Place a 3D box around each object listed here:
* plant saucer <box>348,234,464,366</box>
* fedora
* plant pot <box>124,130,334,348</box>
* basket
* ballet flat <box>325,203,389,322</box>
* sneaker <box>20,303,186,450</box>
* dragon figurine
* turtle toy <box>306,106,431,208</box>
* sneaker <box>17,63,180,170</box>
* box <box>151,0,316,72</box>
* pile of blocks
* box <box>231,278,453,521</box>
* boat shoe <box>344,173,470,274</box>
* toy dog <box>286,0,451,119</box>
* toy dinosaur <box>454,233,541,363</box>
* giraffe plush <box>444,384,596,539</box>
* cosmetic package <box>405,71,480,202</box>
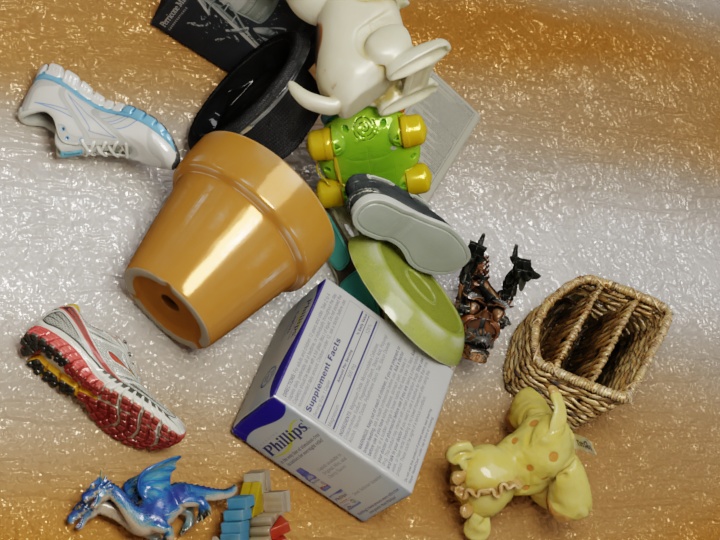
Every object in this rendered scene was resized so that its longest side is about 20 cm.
[{"bbox_3d":[0.064,0.027,1.781,0.200,0.031,0.200,45,17,-17],"label":"plant saucer"},{"bbox_3d":[-0.113,-0.191,1.776,0.092,0.199,0.202,42,47,-27],"label":"fedora"},{"bbox_3d":[-0.159,-0.020,1.653,0.200,0.200,0.184,43,63,-7],"label":"plant pot"},{"bbox_3d":[0.292,0.091,1.929,0.143,0.149,0.200,45,49,-6],"label":"basket"},{"bbox_3d":[0.000,0.000,1.829,0.062,0.067,0.202,-8,70,-48],"label":"ballet flat"},{"bbox_3d":[-0.260,0.111,1.569,0.200,0.078,0.082,43,47,-8],"label":"sneaker"},{"bbox_3d":[-0.210,0.232,1.548,0.199,0.059,0.100,-28,83,-41],"label":"dragon figurine"},{"bbox_3d":[0.012,-0.136,1.801,0.144,0.201,0.102,-8,45,2],"label":"turtle toy"},{"bbox_3d":[-0.301,-0.153,1.685,0.198,0.075,0.087,26,62,8],"label":"sneaker"},{"bbox_3d":[-0.122,-0.348,1.845,0.195,0.200,0.125,31,50,-17],"label":"box"},{"bbox_3d":[-0.112,0.293,1.558,0.082,0.061,0.202,58,32,-48],"label":"pile of blocks"},{"bbox_3d":[-0.018,0.150,1.701,0.199,0.105,0.185,36,48,-14],"label":"box"},{"bbox_3d":[0.059,-0.058,1.775,0.199,0.075,0.061,34,26,-43],"label":"boat shoe"},{"bbox_3d":[-0.015,-0.279,1.686,0.192,0.140,0.202,-26,75,-5],"label":"toy dog"},{"bbox_3d":[0.151,0.033,1.890,0.101,0.137,0.201,5,34,-22],"label":"toy dinosaur"},{"bbox_3d":[0.178,0.241,1.773,0.161,0.200,0.174,-21,80,-11],"label":"giraffe plush"},{"bbox_3d":[0.072,-0.165,1.967,0.103,0.073,0.201,42,49,-8],"label":"cosmetic package"}]
